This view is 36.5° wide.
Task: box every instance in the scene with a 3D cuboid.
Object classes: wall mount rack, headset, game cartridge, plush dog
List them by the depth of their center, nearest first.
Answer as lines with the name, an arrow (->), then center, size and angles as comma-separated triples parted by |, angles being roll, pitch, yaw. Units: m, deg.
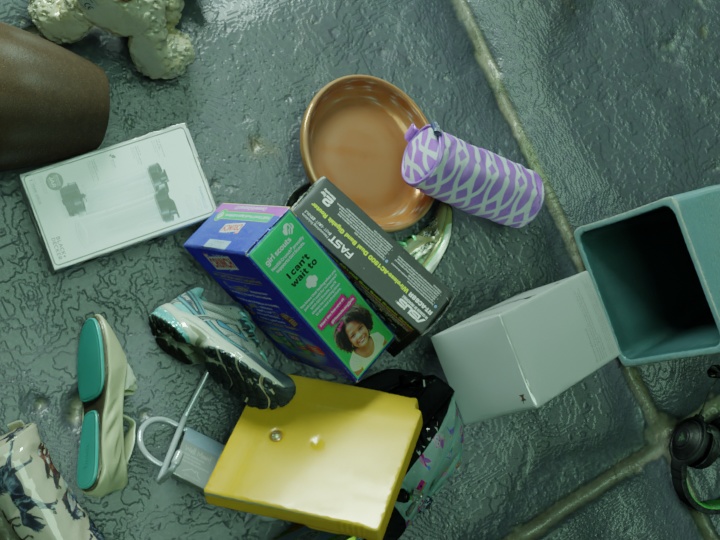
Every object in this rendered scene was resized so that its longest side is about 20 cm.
game cartridge -> -0.046, 0.196, 1.182 | 0.198, 0.033, 0.177 | 10, 46, 17
wall mount rack -> -0.147, 0.193, 1.259 | 0.199, 0.075, 0.175 | 30, 45, -14
plush dog -> -0.265, -0.345, 1.260 | 0.198, 0.161, 0.173 | 17, 55, -15
headset -> 0.478, 0.226, 1.450 | 0.122, 0.094, 0.202 | -5, 96, -19

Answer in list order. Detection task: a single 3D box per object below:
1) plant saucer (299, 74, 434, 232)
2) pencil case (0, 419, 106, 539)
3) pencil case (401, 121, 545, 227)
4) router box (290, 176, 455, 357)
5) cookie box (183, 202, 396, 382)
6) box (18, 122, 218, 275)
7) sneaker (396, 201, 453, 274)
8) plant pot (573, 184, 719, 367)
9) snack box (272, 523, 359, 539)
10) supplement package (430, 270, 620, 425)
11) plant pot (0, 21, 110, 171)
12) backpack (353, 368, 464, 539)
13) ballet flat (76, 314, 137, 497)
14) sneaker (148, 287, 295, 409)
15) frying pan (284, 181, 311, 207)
plant saucer -> 0.009, -0.141, 1.350 | 0.198, 0.037, 0.202 | 9, 73, -30
pencil case -> -0.338, 0.258, 1.181 | 0.077, 0.089, 0.201 | -32, 94, 9
pencil case -> 0.139, -0.117, 1.363 | 0.199, 0.086, 0.084 | 21, 119, -34
router box -> 0.000, 0.000, 1.233 | 0.200, 0.150, 0.062 | 42, 73, 1
cookie box -> -0.081, 0.021, 1.221 | 0.075, 0.171, 0.200 | -49, 117, -18
box -> -0.276, -0.082, 1.253 | 0.199, 0.060, 0.118 | -22, 91, -20
sneaker -> 0.047, -0.013, 1.351 | 0.088, 0.077, 0.201 | 32, 72, -3
plant pot -> 0.438, -0.008, 1.424 | 0.199, 0.195, 0.198 | -20, 89, -30
snack box -> -0.097, 0.359, 1.200 | 0.199, 0.168, 0.068 | -31, 96, -20
supplement package -> 0.203, 0.092, 1.325 | 0.199, 0.116, 0.118 | -21, 90, -46
plant pot -> -0.382, -0.185, 1.185 | 0.198, 0.186, 0.189 | 2, 82, -33
backpack -> 0.032, 0.210, 1.265 | 0.200, 0.166, 0.127 | -46, 141, -32
ballet flat -> -0.281, 0.152, 1.223 | 0.069, 0.069, 0.202 | 4, 75, -18
sneaker -> -0.144, 0.078, 1.233 | 0.199, 0.078, 0.086 | 30, 55, 23
frying pan -> -0.044, -0.090, 1.348 | 0.114, 0.031, 0.192 | 4, 71, -21
